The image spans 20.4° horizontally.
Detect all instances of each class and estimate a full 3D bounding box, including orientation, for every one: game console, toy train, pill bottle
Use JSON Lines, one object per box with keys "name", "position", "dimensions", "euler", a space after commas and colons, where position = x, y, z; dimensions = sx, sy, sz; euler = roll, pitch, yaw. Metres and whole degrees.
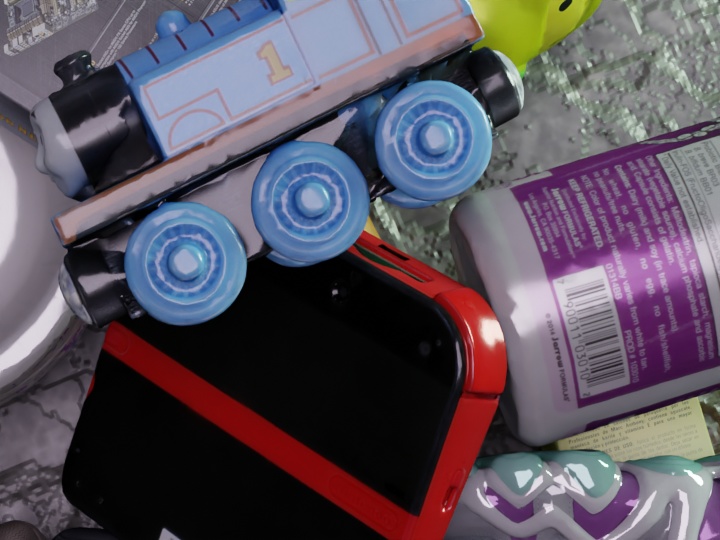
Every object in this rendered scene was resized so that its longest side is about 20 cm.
{"name": "game console", "position": [-0.038, 0.061, 0.856], "dimensions": [0.199, 0.031, 0.178], "euler": [29, 108, 36]}
{"name": "toy train", "position": [-0.037, -0.056, 0.781], "dimensions": [0.199, 0.087, 0.115], "euler": [-26, 91, -6]}
{"name": "pill bottle", "position": [0.146, -0.005, 0.857], "dimensions": [0.198, 0.112, 0.113], "euler": [-17, 84, -4]}

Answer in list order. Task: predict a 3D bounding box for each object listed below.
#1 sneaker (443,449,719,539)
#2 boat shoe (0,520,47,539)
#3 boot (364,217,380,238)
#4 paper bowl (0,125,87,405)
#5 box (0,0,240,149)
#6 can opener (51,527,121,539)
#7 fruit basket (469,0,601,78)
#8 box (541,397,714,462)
{"name": "sneaker", "position": [0.113, 0.148, 0.855], "dimensions": [0.198, 0.078, 0.141], "euler": [0, 83, 0]}
{"name": "boat shoe", "position": [-0.159, 0.213, 0.883], "dimensions": [0.073, 0.074, 0.202], "euler": [-6, 94, 5]}
{"name": "boot", "position": [0.000, 0.000, 0.920], "dimensions": [0.143, 0.071, 0.202], "euler": [29, 95, 8]}
{"name": "paper bowl", "position": [-0.207, -0.029, 0.904], "dimensions": [0.199, 0.104, 0.203], "euler": [0, 83, -1]}
{"name": "box", "position": [-0.096, -0.146, 0.855], "dimensions": [0.158, 0.048, 0.201], "euler": [32, 76, -2]}
{"name": "can opener", "position": [-0.049, 0.155, 0.908], "dimensions": [0.198, 0.079, 0.064], "euler": [4, 87, 9]}
{"name": "fruit basket", "position": [0.083, -0.170, 0.877], "dimensions": [0.154, 0.216, 0.218], "euler": [-7, 84, -2]}
{"name": "box", "position": [0.128, 0.099, 0.925], "dimensions": [0.075, 0.050, 0.202], "euler": [-17, 84, -4]}
